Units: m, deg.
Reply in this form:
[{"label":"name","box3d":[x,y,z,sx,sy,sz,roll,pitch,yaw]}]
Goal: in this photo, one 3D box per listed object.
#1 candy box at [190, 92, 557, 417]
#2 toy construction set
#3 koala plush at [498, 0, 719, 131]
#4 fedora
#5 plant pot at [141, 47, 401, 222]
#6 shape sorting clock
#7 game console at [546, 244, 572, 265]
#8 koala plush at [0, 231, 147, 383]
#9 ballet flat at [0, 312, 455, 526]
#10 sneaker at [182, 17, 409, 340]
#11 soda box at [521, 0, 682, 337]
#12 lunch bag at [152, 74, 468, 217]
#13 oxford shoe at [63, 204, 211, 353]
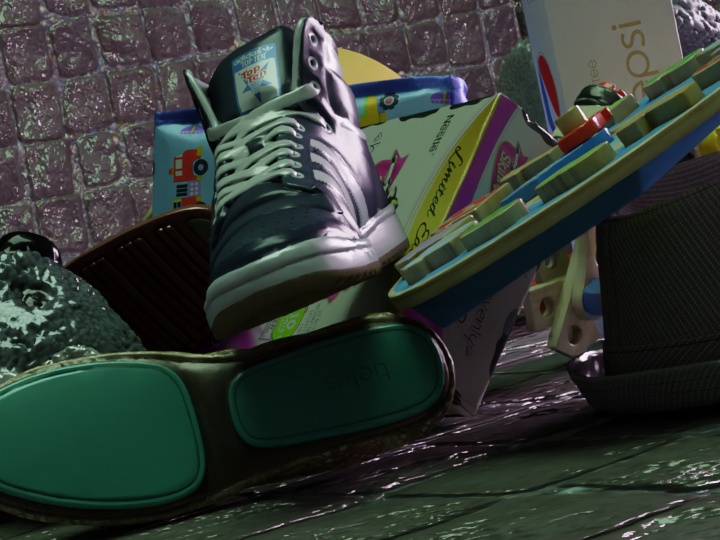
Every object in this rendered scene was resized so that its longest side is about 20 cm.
[{"label":"candy box","box3d":[0.000,0.000,1.042,0.061,0.137,0.199,37,-25,-27]},{"label":"toy construction set","box3d":[0.154,-0.022,1.032,0.199,0.131,0.093,-11,42,41]},{"label":"koala plush","box3d":[0.216,-0.068,1.486,0.199,0.185,0.177,12,-18,-34]},{"label":"fedora","box3d":[0.172,-0.006,0.874,0.198,0.091,0.177,-12,3,-8]},{"label":"plant pot","box3d":[-0.054,-0.028,1.492,0.199,0.202,0.189,-10,19,32]},{"label":"shape sorting clock","box3d":[0.092,-0.046,0.870,0.200,0.039,0.200,-38,1,0]},{"label":"game console","box3d":[0.032,-0.035,1.352,0.199,0.119,0.172,-33,14,-33]},{"label":"koala plush","box3d":[-0.182,0.048,0.974,0.198,0.185,0.177,9,-9,3]},{"label":"ballet flat","box3d":[-0.061,0.064,0.866,0.198,0.071,0.065,-7,-17,-9]},{"label":"sneaker","box3d":[-0.035,-0.040,0.871,0.070,0.109,0.200,-20,3,11]},{"label":"soda box","box3d":[0.137,-0.068,1.145,0.068,0.202,0.064,-12,4,-5]},{"label":"lunch bag","box3d":[-0.014,-0.019,1.194,0.199,0.152,0.094,-8,-13,36]},{"label":"oxford shoe","box3d":[-0.126,0.022,1.086,0.199,0.071,0.075,-35,12,27]}]
